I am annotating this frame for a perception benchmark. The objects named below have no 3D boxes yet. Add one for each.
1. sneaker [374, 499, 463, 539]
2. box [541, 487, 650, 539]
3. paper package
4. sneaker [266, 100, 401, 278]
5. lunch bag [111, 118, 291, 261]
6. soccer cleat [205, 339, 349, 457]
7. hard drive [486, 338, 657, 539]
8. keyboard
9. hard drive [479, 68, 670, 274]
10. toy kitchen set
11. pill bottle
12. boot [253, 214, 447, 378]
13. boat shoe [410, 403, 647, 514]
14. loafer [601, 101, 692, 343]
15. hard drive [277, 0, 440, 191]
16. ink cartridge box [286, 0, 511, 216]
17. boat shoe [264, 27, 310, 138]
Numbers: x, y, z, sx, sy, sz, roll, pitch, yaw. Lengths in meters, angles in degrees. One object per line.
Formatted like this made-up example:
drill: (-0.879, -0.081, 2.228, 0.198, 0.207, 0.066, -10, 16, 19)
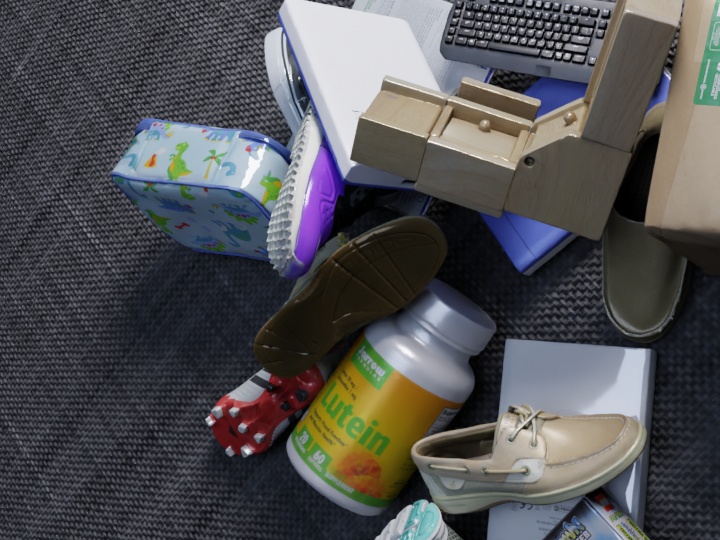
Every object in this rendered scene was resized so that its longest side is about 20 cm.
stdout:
sneaker: (0.031, 0.280, 1.008, 0.200, 0.091, 0.078, -41, 18, 43)
box: (0.162, 0.282, 0.920, 0.110, 0.035, 0.200, 47, 116, 22)
paper package: (0.295, -0.099, 0.832, 0.103, 0.191, 0.200, 11, 87, 32)
sneaker: (-0.013, -0.072, 0.964, 0.070, 0.099, 0.200, 123, 163, -52)
lunch bag: (-0.133, -0.073, 1.130, 0.200, 0.161, 0.082, 9, 64, 36)
soccer cleat: (-0.080, 0.123, 1.118, 0.069, 0.085, 0.200, 53, 136, 6)
hard drive: (0.176, 0.162, 0.963, 0.132, 0.027, 0.200, 2, 83, 34)
keyboard: (0.166, -0.217, 0.970, 0.200, 0.040, 0.104, 14, 79, 25)
hard drive: (0.184, -0.109, 0.997, 0.200, 0.025, 0.132, -41, 62, 21)
toy kitchen set: (0.123, -0.159, 0.884, 0.200, 0.163, 0.181, 18, 124, 7)
pill bottle: (0.031, 0.108, 1.015, 0.111, 0.111, 0.200, 42, 104, 31)
boot: (0.000, 0.000, 1.021, 0.200, 0.155, 0.072, -39, 99, 22)
boat shoe: (0.131, 0.145, 0.925, 0.200, 0.072, 0.065, -19, 112, 35)
loafer: (0.228, -0.035, 0.913, 0.076, 0.067, 0.200, 11, 107, 28)
hard drive: (0.015, -0.151, 0.988, 0.025, 0.132, 0.200, -55, 44, 41)
ink cartridge box: (0.041, -0.164, 1.092, 0.200, 0.041, 0.200, 32, 99, 39)
boat shoe: (-0.029, -0.151, 1.083, 0.071, 0.072, 0.200, -28, 73, 22)
